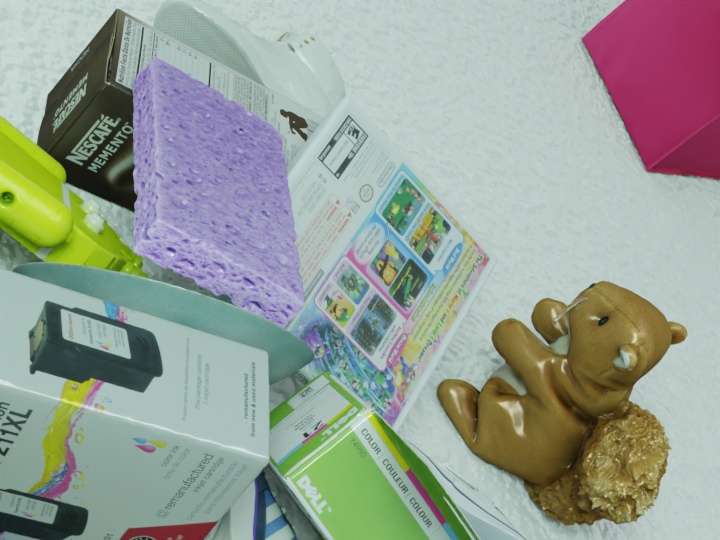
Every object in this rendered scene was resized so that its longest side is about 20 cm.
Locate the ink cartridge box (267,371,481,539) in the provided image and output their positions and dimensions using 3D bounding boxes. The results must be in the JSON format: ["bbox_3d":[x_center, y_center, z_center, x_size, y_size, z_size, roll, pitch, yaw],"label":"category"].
[{"bbox_3d":[0.017,0.164,0.867,0.148,0.076,0.200,56,-9,-19],"label":"ink cartridge box"}]

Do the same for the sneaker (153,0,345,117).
[{"bbox_3d":[-0.092,-0.182,1.179,0.200,0.073,0.116,43,35,-26],"label":"sneaker"}]

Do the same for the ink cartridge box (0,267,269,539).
[{"bbox_3d":[-0.172,0.090,0.779,0.199,0.146,0.083,19,42,-24],"label":"ink cartridge box"}]

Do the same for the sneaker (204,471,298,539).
[{"bbox_3d":[-0.059,0.199,0.898,0.146,0.080,0.201,38,23,-44],"label":"sneaker"}]

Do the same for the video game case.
[{"bbox_3d":[0.000,0.000,1.001,0.182,0.024,0.200,46,54,-18],"label":"video game case"}]

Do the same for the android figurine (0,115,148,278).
[{"bbox_3d":[-0.222,-0.053,0.895,0.200,0.041,0.182,40,3,-18],"label":"android figurine"}]

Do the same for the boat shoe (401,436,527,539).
[{"bbox_3d":[0.051,0.181,1.026,0.200,0.074,0.065,41,5,-1],"label":"boat shoe"}]

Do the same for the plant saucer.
[{"bbox_3d":[-0.130,0.047,0.867,0.200,0.201,0.039,24,73,-31],"label":"plant saucer"}]

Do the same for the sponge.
[{"bbox_3d":[-0.095,-0.056,0.879,0.111,0.030,0.201,29,28,-28],"label":"sponge"}]

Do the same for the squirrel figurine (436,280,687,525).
[{"bbox_3d":[0.194,0.110,1.122,0.141,0.187,0.201,-9,66,-49],"label":"squirrel figurine"}]

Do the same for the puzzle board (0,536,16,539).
[{"bbox_3d":[-0.206,0.193,0.708,0.150,0.017,0.200,33,15,28],"label":"puzzle board"}]

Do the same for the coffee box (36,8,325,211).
[{"bbox_3d":[-0.130,-0.096,1.027,0.199,0.113,0.080,24,46,-29],"label":"coffee box"}]

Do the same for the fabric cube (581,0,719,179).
[{"bbox_3d":[0.432,-0.249,1.659,0.199,0.196,0.200,2,58,-45],"label":"fabric cube"}]
